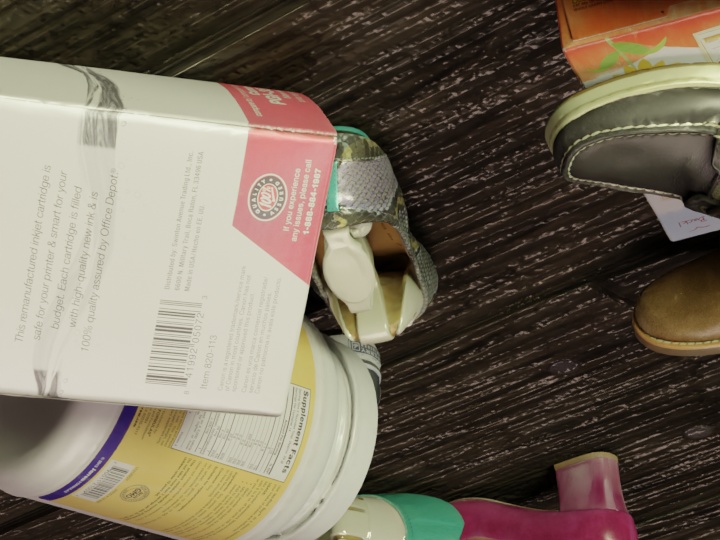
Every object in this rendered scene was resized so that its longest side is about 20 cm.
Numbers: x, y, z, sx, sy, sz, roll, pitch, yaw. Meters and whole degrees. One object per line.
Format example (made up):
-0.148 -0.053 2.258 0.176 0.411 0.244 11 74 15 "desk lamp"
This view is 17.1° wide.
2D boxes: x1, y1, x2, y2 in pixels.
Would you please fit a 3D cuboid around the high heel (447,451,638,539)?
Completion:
0.106 0.200 1.629 0.200 0.096 0.067 -25 146 33 "high heel"

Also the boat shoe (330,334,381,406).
-0.063 0.106 1.458 0.200 0.068 0.072 -26 145 35 "boat shoe"

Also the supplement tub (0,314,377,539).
-0.103 0.071 1.306 0.200 0.146 0.145 21 143 -40 "supplement tub"

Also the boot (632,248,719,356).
0.235 -0.014 1.296 0.199 0.074 0.076 -20 134 13 "boot"

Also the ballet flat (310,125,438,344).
0.000 0.000 1.272 0.072 0.072 0.200 -9 152 8 "ballet flat"

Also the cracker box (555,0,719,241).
0.183 -0.094 1.135 0.133 0.058 0.200 -14 150 16 "cracker box"

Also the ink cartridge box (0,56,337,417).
-0.126 -0.019 1.132 0.199 0.083 0.147 6 109 -18 "ink cartridge box"

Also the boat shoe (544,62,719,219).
0.185 -0.049 1.086 0.200 0.066 0.072 0 151 -10 "boat shoe"

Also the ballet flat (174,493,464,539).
-0.031 0.182 1.603 0.199 0.068 0.070 -6 160 6 "ballet flat"
